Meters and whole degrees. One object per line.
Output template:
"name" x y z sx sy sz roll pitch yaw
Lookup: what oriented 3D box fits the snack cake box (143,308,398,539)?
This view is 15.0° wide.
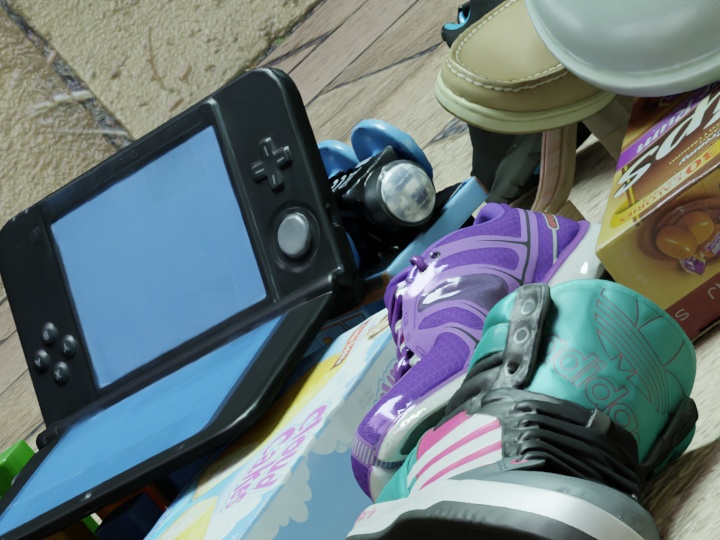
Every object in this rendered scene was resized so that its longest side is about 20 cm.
"snack cake box" -0.026 0.102 1.112 0.115 0.067 0.200 -35 12 40

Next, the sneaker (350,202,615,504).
"sneaker" 0.037 0.034 1.061 0.200 0.083 0.081 -46 -27 -56

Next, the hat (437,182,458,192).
"hat" -0.038 0.047 1.558 0.166 0.175 0.201 -80 2 -72

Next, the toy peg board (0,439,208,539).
"toy peg board" -0.134 0.136 1.297 0.199 0.098 0.200 -34 12 38

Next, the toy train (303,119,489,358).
"toy train" 0.000 0.000 1.320 0.087 0.114 0.200 -49 11 -25

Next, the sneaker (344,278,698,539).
"sneaker" 0.071 0.059 0.895 0.121 0.084 0.200 -54 11 -15

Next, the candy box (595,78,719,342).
"candy box" 0.163 -0.055 1.103 0.116 0.057 0.200 -36 12 21

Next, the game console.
"game console" -0.109 0.022 1.228 0.199 0.177 0.116 -28 -17 34

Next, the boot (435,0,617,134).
"boot" 0.115 -0.159 1.240 0.199 0.072 0.155 -31 -37 -34

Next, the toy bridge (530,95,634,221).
"toy bridge" 0.122 -0.073 1.305 0.027 0.067 0.200 -31 13 44

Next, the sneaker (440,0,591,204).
"sneaker" 0.083 -0.104 1.422 0.073 0.082 0.200 -40 -16 -24

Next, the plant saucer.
"plant saucer" 0.129 -0.173 1.125 0.199 0.050 0.201 -23 56 39
